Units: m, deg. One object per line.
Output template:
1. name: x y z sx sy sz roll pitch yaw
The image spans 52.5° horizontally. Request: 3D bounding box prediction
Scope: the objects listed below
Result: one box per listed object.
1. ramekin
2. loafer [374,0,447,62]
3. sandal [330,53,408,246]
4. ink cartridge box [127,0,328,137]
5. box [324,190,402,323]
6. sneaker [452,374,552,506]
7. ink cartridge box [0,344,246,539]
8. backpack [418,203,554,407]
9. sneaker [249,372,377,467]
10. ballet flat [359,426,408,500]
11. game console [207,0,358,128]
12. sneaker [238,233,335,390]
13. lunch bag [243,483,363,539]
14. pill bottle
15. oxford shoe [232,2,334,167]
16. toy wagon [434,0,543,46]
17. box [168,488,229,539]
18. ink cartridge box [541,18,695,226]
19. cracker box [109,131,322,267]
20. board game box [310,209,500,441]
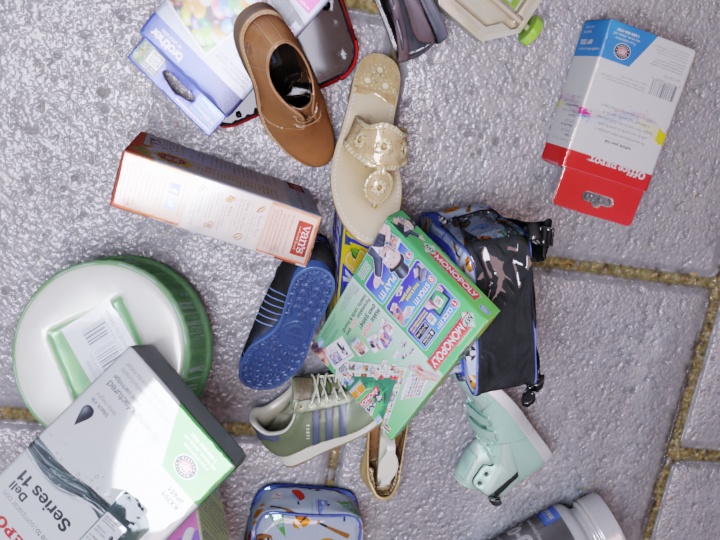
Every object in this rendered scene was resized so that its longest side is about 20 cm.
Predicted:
1. ramekin: -0.256 0.083 0.757 0.193 0.098 0.207 0 86 -4
2. loafer: 0.018 -0.309 0.745 0.062 0.072 0.202 -33 113 5
3. sandal: 0.014 -0.138 0.733 0.075 0.070 0.218 8 68 -10
4. ink cartridge box: -0.131 -0.245 0.727 0.119 0.042 0.200 42 102 -16
5. box: 0.000 0.000 0.818 0.062 0.070 0.206 1 114 -13
6. sneaker: 0.150 0.209 0.916 0.118 0.074 0.201 -42 112 -3
7. ink cartridge box: -0.224 0.190 0.660 0.200 0.083 0.147 -45 88 -5
8. backpack: 0.115 0.022 0.797 0.149 0.191 0.206 -3 111 -4
9. sneaker: -0.044 0.154 0.843 0.198 0.068 0.090 -33 121 20
10. ballet flat: 0.038 0.186 0.897 0.066 0.063 0.206 1 106 -9
11. game console: -0.105 -0.273 0.755 0.172 0.031 0.205 -21 108 2
12. sneaker: -0.082 0.049 0.836 0.069 0.079 0.202 23 122 -18
13. lunch bag: -0.074 0.377 0.928 0.155 0.076 0.206 6 104 -15
14. pill bottle: 0.250 0.386 0.970 0.196 0.114 0.116 -28 110 -2
15. oxford shoe: -0.065 -0.163 0.731 0.071 0.072 0.201 -36 145 -5
16. toy wagon: 0.162 -0.349 0.775 0.153 0.040 0.203 32 98 -18
17. box: -0.242 0.275 0.788 0.172 0.202 0.098 -23 134 -2
18. ink cartridge box: 0.285 -0.167 0.837 0.113 0.067 0.206 13 103 -13
19. cracker box: -0.144 -0.075 0.747 0.195 0.134 0.059 17 104 -15
20. board game box: 0.036 0.061 0.728 0.135 0.029 0.202 45 131 15
